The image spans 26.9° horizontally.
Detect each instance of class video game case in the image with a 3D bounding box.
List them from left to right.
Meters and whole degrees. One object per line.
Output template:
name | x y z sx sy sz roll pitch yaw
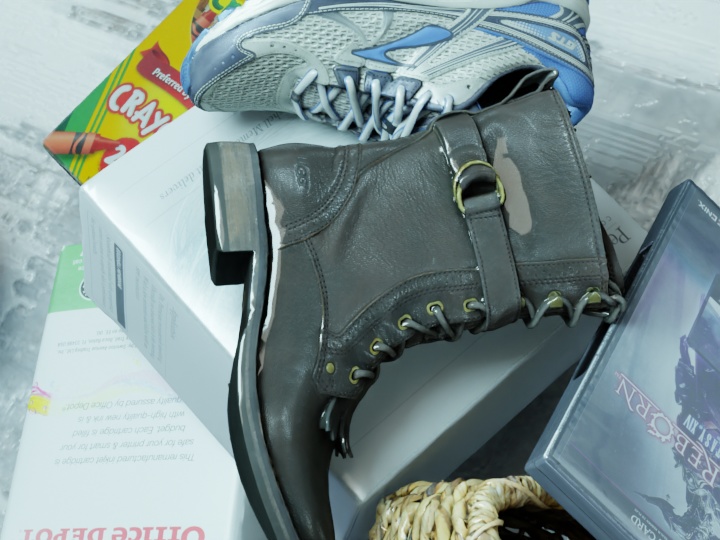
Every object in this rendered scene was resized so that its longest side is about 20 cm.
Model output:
video game case | 0.161 0.065 0.663 0.019 0.143 0.200 -40 9 45

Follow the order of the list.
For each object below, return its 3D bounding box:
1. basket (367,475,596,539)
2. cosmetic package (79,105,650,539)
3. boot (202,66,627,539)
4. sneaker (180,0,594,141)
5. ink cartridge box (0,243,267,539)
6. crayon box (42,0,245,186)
basket | 0.105 0.165 0.607 0.149 0.199 0.144 -18 45 60
cosmetic package | 0.000 0.000 0.745 0.199 0.123 0.200 -38 76 -23
boot | 0.028 0.019 0.623 0.172 0.069 0.202 -6 84 -11
sneaker | 0.019 -0.089 0.683 0.198 0.077 0.086 -10 71 -12
ink cartridge box | -0.106 0.087 0.834 0.144 0.088 0.202 -5 60 22
crayon box | -0.091 -0.108 0.954 0.200 0.051 0.127 -46 55 -5
